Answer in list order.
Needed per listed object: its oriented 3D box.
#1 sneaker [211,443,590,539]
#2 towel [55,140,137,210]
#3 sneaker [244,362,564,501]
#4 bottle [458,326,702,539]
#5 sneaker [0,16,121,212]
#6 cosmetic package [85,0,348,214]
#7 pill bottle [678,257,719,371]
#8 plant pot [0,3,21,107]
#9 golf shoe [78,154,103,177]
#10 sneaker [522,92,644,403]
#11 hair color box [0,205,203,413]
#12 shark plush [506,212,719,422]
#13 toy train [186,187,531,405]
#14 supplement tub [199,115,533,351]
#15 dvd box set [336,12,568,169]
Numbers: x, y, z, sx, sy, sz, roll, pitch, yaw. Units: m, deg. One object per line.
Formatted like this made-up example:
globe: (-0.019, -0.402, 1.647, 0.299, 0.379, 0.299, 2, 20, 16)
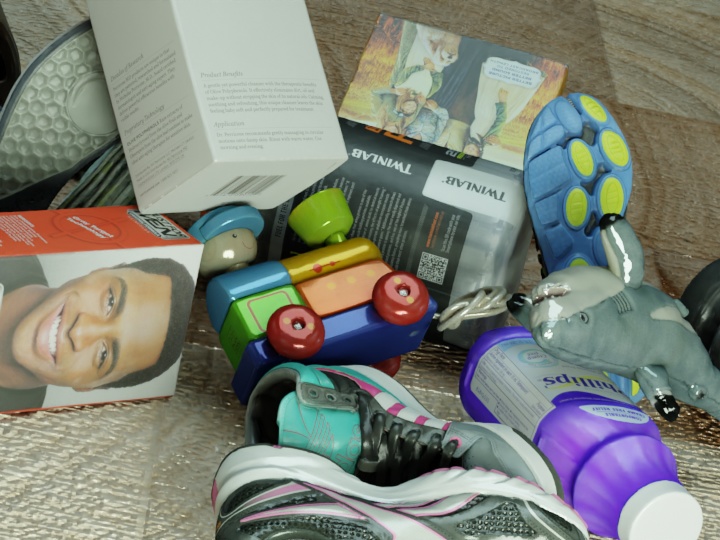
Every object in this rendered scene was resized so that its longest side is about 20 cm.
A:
sneaker: (0.017, 0.154, 1.511, 0.199, 0.081, 0.086, 5, 33, 2)
towel: (-0.127, -0.086, 1.877, 0.048, 0.171, 0.200, 44, 21, -7)
sneaker: (0.007, 0.102, 1.592, 0.120, 0.084, 0.200, -1, 17, -43)
bottle: (0.130, 0.101, 1.693, 0.083, 0.065, 0.200, 9, 21, -28)
sneaker: (-0.202, -0.097, 1.833, 0.077, 0.202, 0.146, 37, 10, -19)
cosmetic package: (-0.092, -0.142, 1.720, 0.107, 0.085, 0.201, -2, 70, -40)
pill bottle: (0.285, 0.068, 1.802, 0.112, 0.112, 0.200, -3, 27, -36)
plant pot: (-0.324, -0.168, 1.955, 0.200, 0.201, 0.198, 2, 31, -25)
golf shoe: (-0.110, -0.100, 2.020, 0.199, 0.095, 0.078, 9, 20, -13)
sneaker: (0.136, -0.010, 1.827, 0.070, 0.200, 0.083, -8, -4, -12)
hair color box: (-0.193, 0.023, 1.654, 0.199, 0.102, 0.061, -5, 27, -38)
shark plush: (0.163, 0.059, 1.714, 0.200, 0.091, 0.083, 45, 21, -36)
toy train: (0.000, 0.000, 1.736, 0.199, 0.085, 0.116, -18, 65, -25)
supplement tub: (0.005, -0.030, 1.870, 0.199, 0.123, 0.123, 17, 22, 8)
dvd box set: (0.051, -0.085, 2.033, 0.146, 0.029, 0.200, 16, 51, 7)
